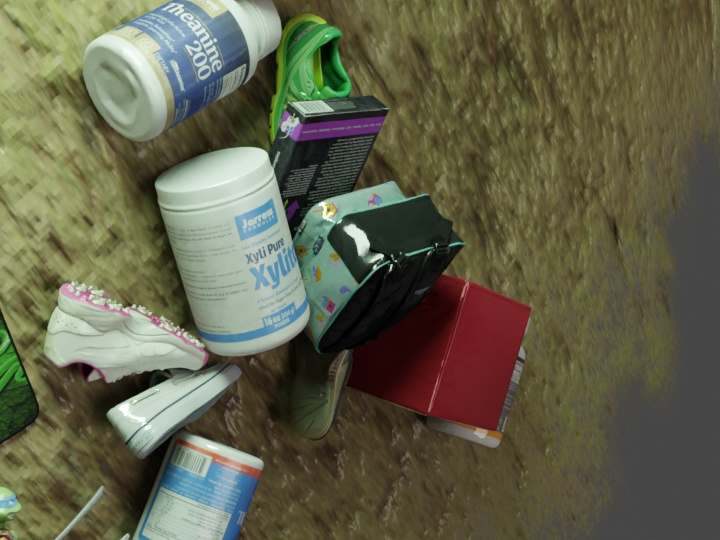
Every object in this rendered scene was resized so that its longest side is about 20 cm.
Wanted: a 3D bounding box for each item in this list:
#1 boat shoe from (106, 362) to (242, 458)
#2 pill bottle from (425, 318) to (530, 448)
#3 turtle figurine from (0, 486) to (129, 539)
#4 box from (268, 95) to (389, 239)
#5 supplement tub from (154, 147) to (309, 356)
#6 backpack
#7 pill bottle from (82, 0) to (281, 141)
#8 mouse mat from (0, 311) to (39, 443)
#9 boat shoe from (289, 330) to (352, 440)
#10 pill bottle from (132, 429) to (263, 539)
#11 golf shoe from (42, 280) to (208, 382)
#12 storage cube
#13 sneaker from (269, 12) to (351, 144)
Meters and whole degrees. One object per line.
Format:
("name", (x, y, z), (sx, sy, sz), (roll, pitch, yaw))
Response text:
("boat shoe", (-0.203, 0.135, 1.267), (0.074, 0.067, 0.200), (-46, 175, 26))
("pill bottle", (0.178, 0.152, 1.686), (0.116, 0.116, 0.201), (26, 79, -49))
("turtle figurine", (-0.324, 0.318, 1.120), (0.200, 0.144, 0.195), (15, 92, -47))
("box", (-0.059, -0.110, 1.337), (0.143, 0.036, 0.200), (-13, 136, -47))
("supplement tub", (-0.138, -0.020, 1.252), (0.132, 0.132, 0.201), (-35, 121, -39))
("backpack", (0.000, 0.000, 1.360), (0.176, 0.153, 0.200), (-21, 150, -41))
("pill bottle", (-0.177, -0.223, 1.175), (0.200, 0.111, 0.111), (-39, 127, -37))
("mouse mat", (-0.406, 0.127, 1.079), (0.200, 0.008, 0.161), (-38, 126, -39))
("boat shoe", (-0.047, 0.119, 1.457), (0.066, 0.072, 0.201), (73, 26, -71))
("pill bottle", (-0.194, 0.291, 1.288), (0.112, 0.112, 0.201), (31, 77, -49))
("golf shoe", (-0.250, 0.081, 1.210), (0.200, 0.075, 0.092), (27, 90, -43))
("storage cube", (0.096, 0.099, 1.534), (0.200, 0.171, 0.180), (20, 86, -51))
("sneaker", (-0.057, -0.197, 1.338), (0.074, 0.083, 0.201), (-27, 129, -44))
